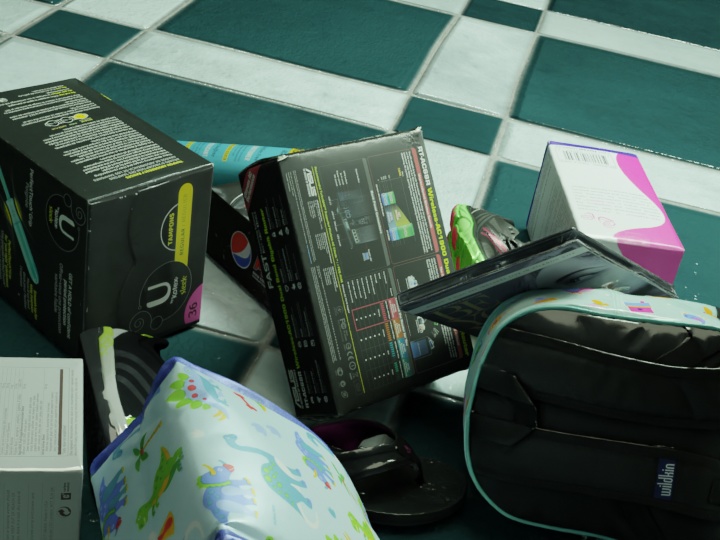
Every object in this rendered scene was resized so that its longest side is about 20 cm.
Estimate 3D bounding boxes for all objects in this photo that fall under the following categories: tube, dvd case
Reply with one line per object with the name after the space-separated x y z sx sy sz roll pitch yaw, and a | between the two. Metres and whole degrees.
-0.105 -0.100 1.182 0.196 0.051 0.078 3 34 14 | tube
0.140 0.021 0.918 0.199 0.147 0.016 22 54 -53 | dvd case

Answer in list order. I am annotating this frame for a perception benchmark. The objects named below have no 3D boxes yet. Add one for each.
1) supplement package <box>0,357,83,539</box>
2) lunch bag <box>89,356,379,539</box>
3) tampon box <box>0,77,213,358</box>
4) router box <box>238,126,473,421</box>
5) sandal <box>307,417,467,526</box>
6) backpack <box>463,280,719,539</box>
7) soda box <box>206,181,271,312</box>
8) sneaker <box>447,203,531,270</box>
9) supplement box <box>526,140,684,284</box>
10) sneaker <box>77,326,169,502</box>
-0.270 0.127 0.728 0.196 0.111 0.114 2 31 -14 | supplement package
-0.051 0.172 0.713 0.198 0.128 0.171 29 19 -32 | lunch bag
-0.233 -0.047 0.996 0.199 0.152 0.125 33 37 33 | tampon box
0.000 0.000 0.943 0.148 0.204 0.062 -14 2 -37 | router box
-0.019 0.133 0.858 0.197 0.049 0.076 13 30 5 | sandal
0.168 0.098 0.856 0.196 0.179 0.153 7 13 -3 | backpack
-0.061 -0.007 1.060 0.063 0.072 0.199 -15 39 -37 | soda box
0.126 -0.006 1.114 0.082 0.078 0.201 4 31 -3 | sneaker
0.232 -0.033 1.168 0.099 0.105 0.201 8 29 -5 | supplement box
-0.154 0.097 0.855 0.081 0.073 0.201 0 31 -19 | sneaker
